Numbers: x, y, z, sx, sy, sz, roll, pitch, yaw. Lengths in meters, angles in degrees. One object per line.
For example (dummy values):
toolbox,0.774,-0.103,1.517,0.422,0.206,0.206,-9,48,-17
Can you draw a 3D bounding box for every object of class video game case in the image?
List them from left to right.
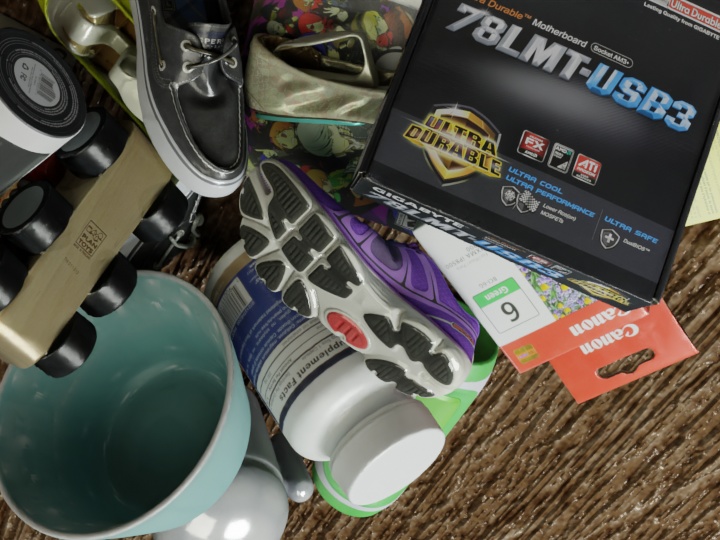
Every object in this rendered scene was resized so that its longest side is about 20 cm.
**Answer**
video game case,0.004,-0.133,0.795,0.180,0.036,0.201,20,125,3

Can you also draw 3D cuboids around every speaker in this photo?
speaker,-0.273,-0.072,0.735,0.199,0.081,0.081,-30,110,27
speaker,0.032,0.115,0.918,0.088,0.089,0.201,29,125,-4

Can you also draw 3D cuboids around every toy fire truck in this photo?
toy fire truck,-0.238,-0.021,0.816,0.199,0.177,0.129,12,153,43

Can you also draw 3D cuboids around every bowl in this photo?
bowl,-0.160,0.113,0.831,0.199,0.203,0.105,-8,150,20

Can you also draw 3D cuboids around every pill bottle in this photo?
pill bottle,-0.025,0.067,0.829,0.201,0.110,0.111,53,132,29

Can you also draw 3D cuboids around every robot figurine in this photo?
robot figurine,-0.125,0.168,0.928,0.168,0.201,0.114,-3,130,-21

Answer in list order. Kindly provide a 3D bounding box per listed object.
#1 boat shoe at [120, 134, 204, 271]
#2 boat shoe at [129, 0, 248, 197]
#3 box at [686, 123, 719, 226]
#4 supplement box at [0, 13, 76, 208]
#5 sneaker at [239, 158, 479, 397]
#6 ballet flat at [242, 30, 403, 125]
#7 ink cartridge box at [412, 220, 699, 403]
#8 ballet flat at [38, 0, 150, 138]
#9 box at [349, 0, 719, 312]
boat shoe,-0.160,-0.038,0.875,0.068,0.074,0.200,27,103,-46
boat shoe,-0.108,-0.152,0.742,0.069,0.202,0.066,-3,164,-31
box,0.180,-0.062,0.783,0.198,0.050,0.076,-16,116,23
supplement box,-0.300,-0.079,0.861,0.073,0.126,0.201,28,126,-3
sneaker,0.000,0.000,0.763,0.200,0.084,0.080,45,132,-9
ballet flat,0.015,-0.123,0.738,0.198,0.068,0.063,7,114,12
ink cartridge box,0.139,0.015,0.780,0.108,0.050,0.201,-29,108,30
ballet flat,-0.168,-0.154,0.785,0.067,0.067,0.200,-42,89,23
box,0.119,-0.104,0.691,0.198,0.200,0.050,23,170,-5
